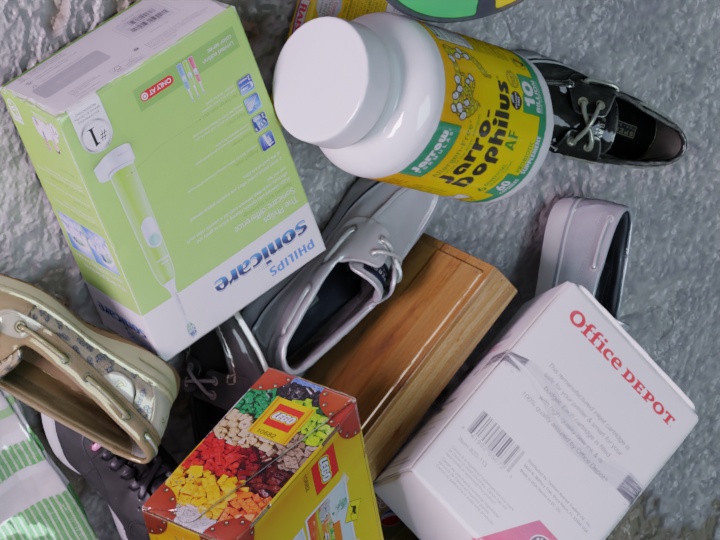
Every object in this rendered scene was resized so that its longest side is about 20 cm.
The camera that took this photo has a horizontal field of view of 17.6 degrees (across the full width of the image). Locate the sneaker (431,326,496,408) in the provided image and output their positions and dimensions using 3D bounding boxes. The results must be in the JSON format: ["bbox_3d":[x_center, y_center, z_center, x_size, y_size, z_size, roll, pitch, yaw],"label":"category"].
[{"bbox_3d":[0.120,0.113,1.812,0.082,0.074,0.200,-52,134,-18],"label":"sneaker"}]

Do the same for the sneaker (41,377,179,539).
[{"bbox_3d":[-0.144,0.140,1.601,0.071,0.099,0.201,-46,130,-25],"label":"sneaker"}]

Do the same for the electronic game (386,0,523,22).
[{"bbox_3d":[0.090,-0.243,1.512,0.199,0.042,0.201,-22,144,-17],"label":"electronic game"}]

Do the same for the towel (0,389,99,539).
[{"bbox_3d":[-0.266,0.168,1.576,0.152,0.023,0.201,-39,126,-18],"label":"towel"}]

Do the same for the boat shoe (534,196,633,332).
[{"bbox_3d":[0.176,0.043,1.795,0.072,0.068,0.201,28,68,-56],"label":"boat shoe"}]

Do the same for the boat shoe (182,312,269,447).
[{"bbox_3d":[-0.095,0.108,1.654,0.057,0.067,0.201,-33,128,-28],"label":"boat shoe"}]

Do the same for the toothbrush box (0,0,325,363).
[{"bbox_3d":[-0.128,-0.066,1.548,0.145,0.086,0.201,-36,124,-21],"label":"toothbrush box"}]

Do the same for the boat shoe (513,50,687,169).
[{"bbox_3d":[0.167,-0.119,1.764,0.199,0.064,0.071,8,102,-39],"label":"boat shoe"}]

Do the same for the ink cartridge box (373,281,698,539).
[{"bbox_3d":[0.128,0.131,1.690,0.147,0.083,0.200,46,65,-7],"label":"ink cartridge box"}]

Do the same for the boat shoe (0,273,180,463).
[{"bbox_3d":[-0.210,0.059,1.510,0.199,0.073,0.063,25,55,-18],"label":"boat shoe"}]

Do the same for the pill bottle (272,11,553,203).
[{"bbox_3d":[0.035,-0.113,1.589,0.199,0.112,0.113,11,101,-51],"label":"pill bottle"}]

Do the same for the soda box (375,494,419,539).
[{"bbox_3d":[0.045,0.262,1.819,0.068,0.064,0.201,-40,126,-19],"label":"soda box"}]

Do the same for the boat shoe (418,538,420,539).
[{"bbox_3d":[0.085,0.223,1.752,0.199,0.069,0.085,-10,121,-33],"label":"boat shoe"}]

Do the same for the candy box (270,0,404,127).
[{"bbox_3d":[0.003,-0.191,1.637,0.102,0.026,0.201,10,101,-40],"label":"candy box"}]

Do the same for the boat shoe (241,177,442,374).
[{"bbox_3d":[0.000,0.000,1.683,0.200,0.065,0.074,-50,129,-11],"label":"boat shoe"}]

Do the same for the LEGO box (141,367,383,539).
[{"bbox_3d":[-0.058,0.194,1.585,0.149,0.077,0.201,-47,141,-36],"label":"LEGO box"}]

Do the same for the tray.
[{"bbox_3d":[0.017,0.069,1.701,0.200,0.098,0.037,-53,127,-9],"label":"tray"}]
